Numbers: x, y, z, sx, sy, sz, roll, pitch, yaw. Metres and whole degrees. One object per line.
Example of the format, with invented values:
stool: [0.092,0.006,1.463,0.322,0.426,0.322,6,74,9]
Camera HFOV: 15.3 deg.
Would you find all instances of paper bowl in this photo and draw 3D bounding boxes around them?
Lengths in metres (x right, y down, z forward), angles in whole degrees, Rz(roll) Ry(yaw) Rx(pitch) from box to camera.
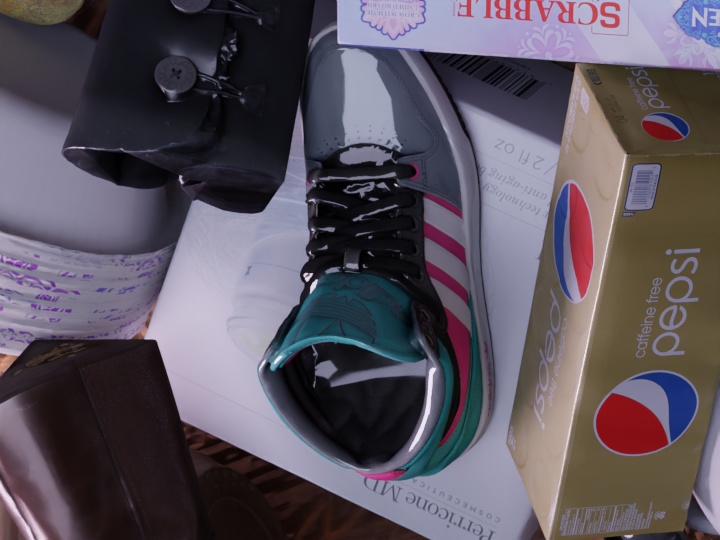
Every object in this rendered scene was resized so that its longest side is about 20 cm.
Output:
paper bowl: [-0.171,-0.056,1.246,0.200,0.201,0.105,32,112,7]

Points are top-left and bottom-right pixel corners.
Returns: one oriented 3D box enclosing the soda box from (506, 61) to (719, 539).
soda box: [0.111,0.015,1.100,0.064,0.068,0.201,-3,127,-15]

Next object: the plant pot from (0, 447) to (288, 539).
plant pot: [-0.092,0.155,1.277,0.092,0.201,0.202,-22,97,25]

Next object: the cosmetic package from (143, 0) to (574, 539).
cosmetic package: [0.026,-0.002,1.242,0.199,0.123,0.201,24,112,11]

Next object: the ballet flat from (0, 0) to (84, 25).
ballet flat: [-0.203,-0.189,1.214,0.071,0.071,0.200,-35,92,23]

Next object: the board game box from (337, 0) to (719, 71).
board game box: [0.113,-0.125,1.136,0.199,0.200,0.041,5,107,17]

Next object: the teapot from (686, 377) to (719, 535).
teapot: [0.211,0.030,1.179,0.199,0.198,0.146,-27,58,1]

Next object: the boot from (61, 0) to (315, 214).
boot: [-0.097,-0.135,1.151,0.164,0.066,0.201,9,78,4]

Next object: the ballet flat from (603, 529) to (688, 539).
ballet flat: [0.126,0.150,1.249,0.057,0.067,0.201,-20,125,-7]

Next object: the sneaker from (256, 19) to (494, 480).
sneaker: [0.000,0.000,1.118,0.083,0.121,0.201,-9,101,20]

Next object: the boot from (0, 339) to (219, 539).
boot: [-0.064,0.105,1.193,0.064,0.186,0.201,-22,92,62]
